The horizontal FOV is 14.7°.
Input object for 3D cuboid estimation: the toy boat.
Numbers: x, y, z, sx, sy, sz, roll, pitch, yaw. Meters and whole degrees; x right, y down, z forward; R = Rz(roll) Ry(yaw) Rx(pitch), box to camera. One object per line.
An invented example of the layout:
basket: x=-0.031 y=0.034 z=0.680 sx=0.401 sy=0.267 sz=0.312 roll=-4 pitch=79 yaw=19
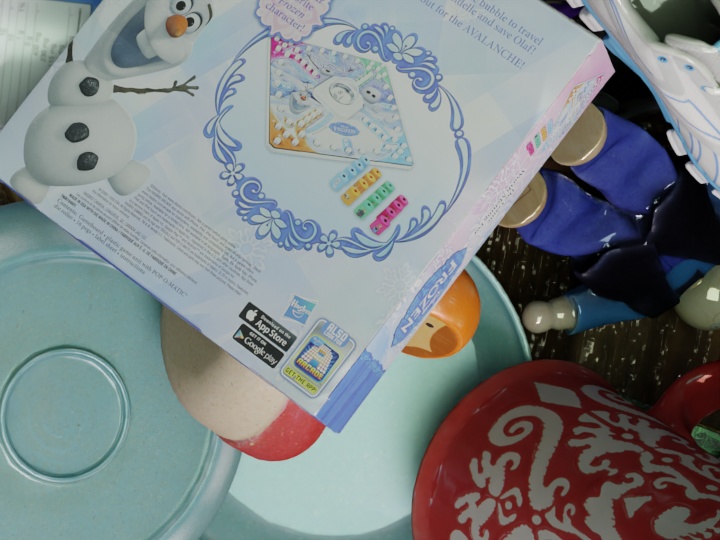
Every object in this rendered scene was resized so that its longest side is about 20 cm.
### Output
toy boat: x=0.000 y=0.000 z=1.289 sx=0.131 sy=0.130 sz=0.200 roll=33 pitch=83 yaw=-26

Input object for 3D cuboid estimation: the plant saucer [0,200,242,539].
plant saucer: x=-0.142 y=0.067 z=1.317 sx=0.200 sy=0.027 sz=0.201 roll=-2 pitch=95 yaw=-22

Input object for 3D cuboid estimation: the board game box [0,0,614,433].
board game box: x=-0.029 y=-0.067 z=1.206 sx=0.200 sy=0.043 sz=0.199 roll=36 pitch=86 yaw=21

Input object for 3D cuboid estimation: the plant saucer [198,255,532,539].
plant saucer: x=-0.014 y=0.061 z=1.383 sx=0.199 sy=0.036 sz=0.201 roll=0 pitch=97 yaw=1

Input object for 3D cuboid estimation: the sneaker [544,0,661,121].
sneaker: x=0.079 y=-0.096 z=1.346 sx=0.200 sy=0.100 sz=0.070 roll=-12 pitch=101 yaw=-7

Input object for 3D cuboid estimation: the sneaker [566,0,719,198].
sneaker: x=0.162 y=-0.088 z=1.251 sx=0.075 sy=0.087 sz=0.200 roll=-45 pitch=102 yaw=1

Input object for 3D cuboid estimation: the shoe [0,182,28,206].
shoe: x=-0.154 y=0.043 z=1.366 sx=0.053 sy=0.070 sz=0.201 roll=-17 pitch=100 yaw=-48

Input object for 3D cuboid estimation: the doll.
doll: x=0.129 y=-0.017 z=1.351 sx=0.136 sy=0.048 sz=0.200 roll=-46 pitch=142 yaw=11

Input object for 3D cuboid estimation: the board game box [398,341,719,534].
board game box: x=0.128 y=0.116 z=1.431 sx=0.200 sy=0.023 sz=0.105 roll=20 pitch=94 yaw=-11

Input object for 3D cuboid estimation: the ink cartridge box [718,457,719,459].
ink cartridge box: x=0.214 y=0.119 z=1.350 sx=0.057 sy=0.163 sz=0.200 roll=24 pitch=95 yaw=-24

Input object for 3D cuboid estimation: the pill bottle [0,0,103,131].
pill bottle: x=-0.165 y=-0.112 z=1.305 sx=0.199 sy=0.112 sz=0.113 roll=6 pitch=99 yaw=-9

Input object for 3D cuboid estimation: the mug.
mug: x=0.139 y=0.115 z=1.289 sx=0.133 sy=0.200 sz=0.178 roll=29 pitch=90 yaw=-33
